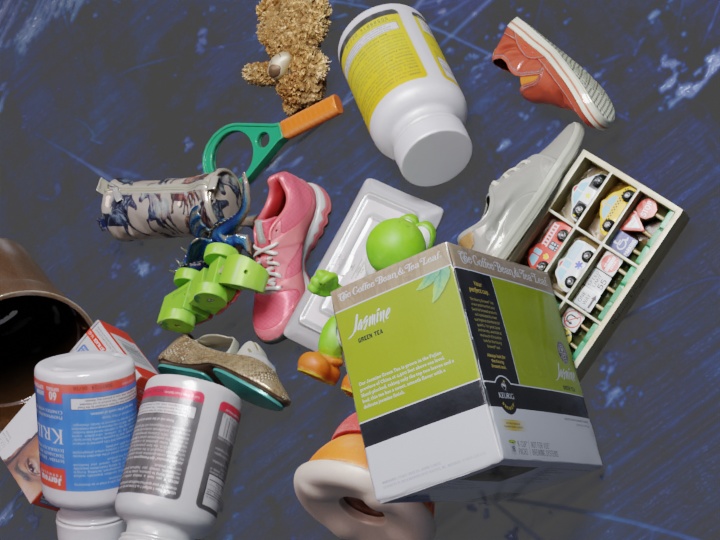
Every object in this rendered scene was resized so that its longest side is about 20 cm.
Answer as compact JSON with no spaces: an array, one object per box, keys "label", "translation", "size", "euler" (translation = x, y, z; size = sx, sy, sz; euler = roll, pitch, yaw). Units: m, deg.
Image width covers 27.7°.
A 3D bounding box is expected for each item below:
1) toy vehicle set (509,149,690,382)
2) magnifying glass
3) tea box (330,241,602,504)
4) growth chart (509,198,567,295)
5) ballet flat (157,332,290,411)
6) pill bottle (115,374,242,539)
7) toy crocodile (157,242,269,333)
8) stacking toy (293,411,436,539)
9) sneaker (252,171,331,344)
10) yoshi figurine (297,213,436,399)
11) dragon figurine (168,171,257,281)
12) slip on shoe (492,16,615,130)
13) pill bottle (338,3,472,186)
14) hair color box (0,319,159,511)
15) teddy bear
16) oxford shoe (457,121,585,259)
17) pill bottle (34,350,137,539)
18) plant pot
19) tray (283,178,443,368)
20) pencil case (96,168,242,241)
[{"label":"toy vehicle set","translation":[0.211,-0.001,1.406],"size":[0.124,0.026,0.201],"euler":[35,93,33]},{"label":"magnifying glass","translation":[-0.108,-0.159,1.757],"size":[0.199,0.022,0.080],"euler":[-25,69,27]},{"label":"tea box","translation":[0.097,0.099,1.310],"size":[0.133,0.199,0.198],"euler":[-23,69,29]},{"label":"growth chart","translation":[0.147,0.014,1.476],"size":[0.200,0.018,0.145],"euler":[-41,48,13]},{"label":"ballet flat","translation":[-0.145,0.104,1.623],"size":[0.199,0.071,0.066],"euler":[13,60,38]},{"label":"pill bottle","translation":[-0.200,0.222,1.565],"size":[0.110,0.111,0.201],"euler":[-4,64,36]},{"label":"toy crocodile","translation":[-0.171,0.026,1.640],"size":[0.200,0.061,0.068],"euler":[-32,39,50]},{"label":"stacking toy","translation":[0.033,0.160,1.426],"size":[0.145,0.146,0.201],"euler":[-1,50,37]},{"label":"sneaker","translation":[-0.097,-0.018,1.635],"size":[0.073,0.087,0.202],"euler":[-5,64,36]},{"label":"yoshi figurine","translation":[0.012,0.026,1.485],"size":[0.201,0.112,0.112],"euler":[-64,21,-9]},{"label":"dragon figurine","translation":[-0.169,-0.036,1.666],"size":[0.099,0.200,0.059],"euler":[6,59,-2]},{"label":"slip on shoe","translation":[0.200,-0.195,1.518],"size":[0.061,0.074,0.200],"euler":[-52,41,13]},{"label":"pill bottle","translation":[0.052,-0.190,1.598],"size":[0.111,0.111,0.201],"euler":[-36,48,17]},{"label":"hair color box","translation":[-0.331,0.172,1.720],"size":[0.200,0.064,0.111],"euler":[-50,54,6]},{"label":"teddy bear","translation":[-0.090,-0.287,1.793],"size":[0.144,0.067,0.201],"euler":[-13,58,34]},{"label":"oxford shoe","translation":[0.161,-0.081,1.447],"size":[0.058,0.075,0.200],"euler":[34,66,8]},{"label":"pill bottle","translation":[-0.299,0.197,1.611],"size":[0.112,0.112,0.202],"euler":[6,102,40]},{"label":"plant pot","translation":[-0.445,0.068,1.799],"size":[0.201,0.200,0.198],"euler":[-49,39,4]},{"label":"tray","translation":[0.000,0.000,1.577],"size":[0.107,0.022,0.201],"euler":[24,81,29]},{"label":"pencil case","translation":[-0.228,-0.080,1.771],"size":[0.199,0.089,0.078],"euler":[-2,64,36]}]
